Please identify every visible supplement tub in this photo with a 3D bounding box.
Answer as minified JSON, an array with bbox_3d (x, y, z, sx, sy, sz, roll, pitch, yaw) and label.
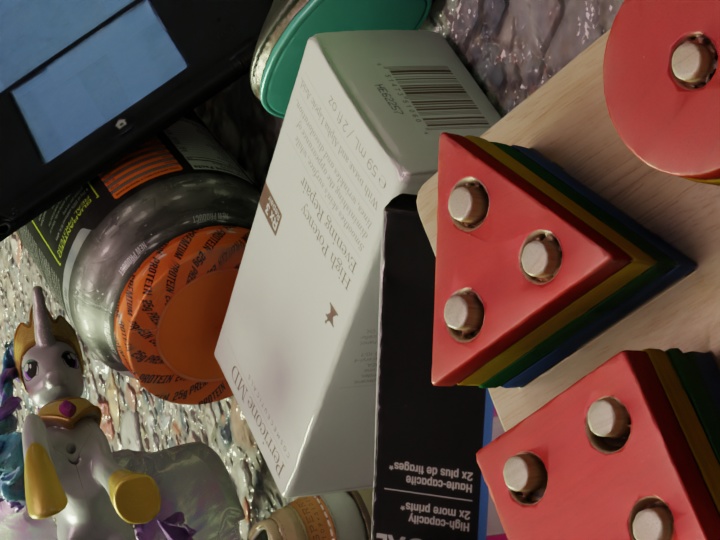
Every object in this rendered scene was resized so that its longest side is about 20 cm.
[{"bbox_3d":[-0.115,-0.023,0.987,0.200,0.122,0.123,50,137,47],"label":"supplement tub"}]

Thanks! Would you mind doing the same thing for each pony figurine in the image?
[{"bbox_3d":[-0.139,0.128,0.965,0.200,0.166,0.194,-124,21,-58],"label":"pony figurine"}]

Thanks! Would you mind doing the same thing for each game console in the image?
[{"bbox_3d":[-0.148,-0.118,0.979,0.031,0.200,0.177,54,-178,-42],"label":"game console"}]

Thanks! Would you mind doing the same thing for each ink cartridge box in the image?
[{"bbox_3d":[0.053,0.073,0.729,0.037,0.094,0.201,-45,-42,-69],"label":"ink cartridge box"}]

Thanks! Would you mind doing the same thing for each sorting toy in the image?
[{"bbox_3d":[0.102,0.005,0.578,0.200,0.069,0.200,-39,61,36],"label":"sorting toy"}]

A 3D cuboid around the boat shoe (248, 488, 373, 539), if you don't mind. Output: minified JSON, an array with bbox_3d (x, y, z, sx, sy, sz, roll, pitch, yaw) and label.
[{"bbox_3d":[-0.042,0.185,0.945,0.075,0.068,0.201,55,140,42],"label":"boat shoe"}]

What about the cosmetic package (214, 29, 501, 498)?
[{"bbox_3d":[0.000,0.000,0.831,0.102,0.074,0.201,59,141,39],"label":"cosmetic package"}]

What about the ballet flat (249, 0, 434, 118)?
[{"bbox_3d":[0.011,-0.146,0.800,0.200,0.068,0.069,-43,47,44],"label":"ballet flat"}]
